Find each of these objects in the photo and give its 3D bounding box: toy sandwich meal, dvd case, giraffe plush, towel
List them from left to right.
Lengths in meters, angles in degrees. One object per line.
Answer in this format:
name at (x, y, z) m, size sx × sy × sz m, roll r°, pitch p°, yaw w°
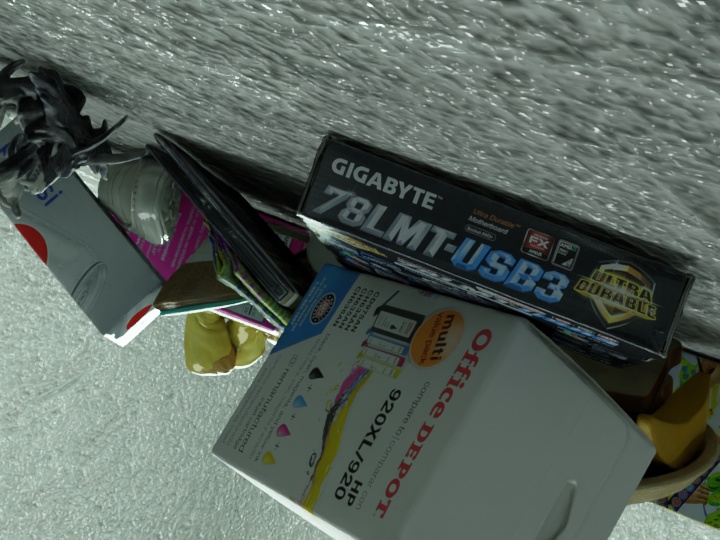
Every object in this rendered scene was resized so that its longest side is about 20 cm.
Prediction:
dvd case at (-0.077, -0.022, 0.913) m, size 0.149 × 0.016 × 0.200 m, roll 49°, pitch -177°, yaw 14°
giraffe plush at (-0.104, 0.023, 1.347) m, size 0.160 × 0.173 × 0.202 m, roll 6°, pitch 134°, yaw 30°
towel at (-0.064, 0.020, 0.915) m, size 0.144 × 0.023 × 0.200 m, roll 47°, pitch -177°, yaw -21°
toy sandwich meal at (0.159, 0.094, 0.851) m, size 0.201 × 0.072 × 0.205 m, roll -1°, pitch -166°, yaw 0°

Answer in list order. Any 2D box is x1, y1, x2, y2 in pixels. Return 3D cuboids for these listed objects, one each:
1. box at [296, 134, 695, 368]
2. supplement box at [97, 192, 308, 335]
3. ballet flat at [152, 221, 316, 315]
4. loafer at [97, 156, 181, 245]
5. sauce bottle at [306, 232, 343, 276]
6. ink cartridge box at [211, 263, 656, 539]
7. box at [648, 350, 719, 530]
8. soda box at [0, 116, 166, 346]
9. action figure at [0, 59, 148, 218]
box at (0.073, -0.002, 0.688) m, size 0.197 × 0.050 × 0.199 m, roll 20°, pitch 175°, yaw 9°
supplement box at (-0.155, -0.019, 1.169) m, size 0.197 × 0.105 × 0.101 m, roll 22°, pitch 175°, yaw 0°
ballet flat at (-0.091, -0.004, 1.039) m, size 0.198 × 0.074 × 0.067 m, roll -4°, pitch -179°, yaw -39°
loafer at (-0.184, -0.060, 1.014) m, size 0.069 × 0.071 × 0.200 m, roll 12°, pitch 178°, yaw -9°
sauce bottle at (0.000, 0.000, 0.958) m, size 0.064 × 0.066 × 0.200 m, roll 19°, pitch 173°, yaw 14°
ink cartridge box at (0.040, 0.106, 0.734) m, size 0.144 × 0.148 × 0.199 m, roll 40°, pitch 166°, yaw -33°
box at (0.292, 0.148, 1.025) m, size 0.190 × 0.124 × 0.200 m, roll 19°, pitch 175°, yaw 26°
soda box at (-0.245, -0.034, 1.041) m, size 0.200 × 0.068 × 0.063 m, roll 49°, pitch 176°, yaw 13°
action figure at (-0.234, -0.083, 0.770) m, size 0.197 × 0.103 × 0.119 m, roll 20°, pitch 164°, yaw 23°
